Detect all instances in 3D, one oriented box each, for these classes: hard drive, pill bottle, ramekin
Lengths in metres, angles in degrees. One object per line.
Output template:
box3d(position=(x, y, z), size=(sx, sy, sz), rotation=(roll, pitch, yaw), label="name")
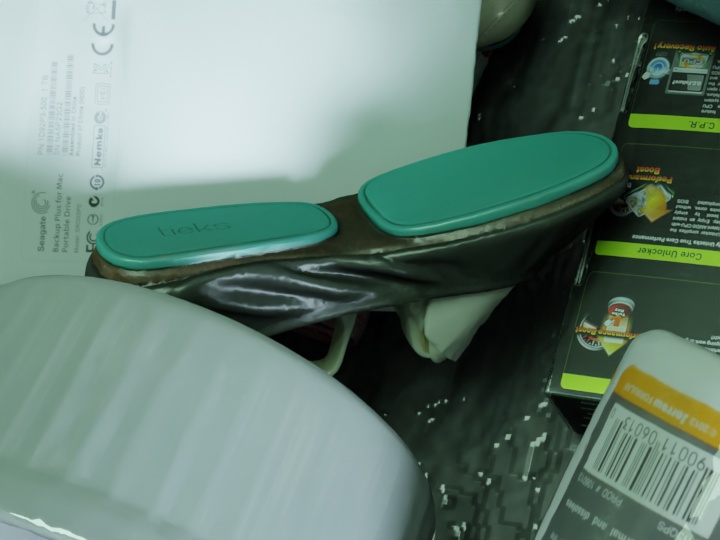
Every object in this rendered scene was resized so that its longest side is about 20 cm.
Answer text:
box3d(position=(-0.058, -0.053, 0.942), size=(0.026, 0.198, 0.133), rotation=(-140, 54, -67), label="hard drive")
box3d(position=(0.096, 0.130, 0.820), size=(0.116, 0.116, 0.201), rotation=(27, 92, 31), label="pill bottle")
box3d(position=(-0.071, 0.088, 0.884), size=(0.199, 0.201, 0.098), rotation=(10, 60, 27), label="ramekin")

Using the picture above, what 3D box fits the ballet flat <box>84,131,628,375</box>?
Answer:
box3d(position=(0.000, 0.000, 0.930), size=(0.198, 0.069, 0.068), rotation=(-10, 27, -7), label="ballet flat")

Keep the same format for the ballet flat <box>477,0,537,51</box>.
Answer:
box3d(position=(-0.030, -0.116, 1.022), size=(0.198, 0.070, 0.070), rotation=(-6, 62, 16), label="ballet flat")

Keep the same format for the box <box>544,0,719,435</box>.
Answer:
box3d(position=(0.183, -0.023, 0.921), size=(0.199, 0.048, 0.195), rotation=(6, 69, 25), label="box")

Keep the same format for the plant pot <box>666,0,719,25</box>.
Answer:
box3d(position=(0.140, -0.215, 0.934), size=(0.195, 0.197, 0.199), rotation=(-38, 35, -25), label="plant pot")

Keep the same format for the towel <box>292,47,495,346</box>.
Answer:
box3d(position=(-0.022, -0.076, 1.049), size=(0.143, 0.023, 0.201), rotation=(16, 71, 28), label="towel")
